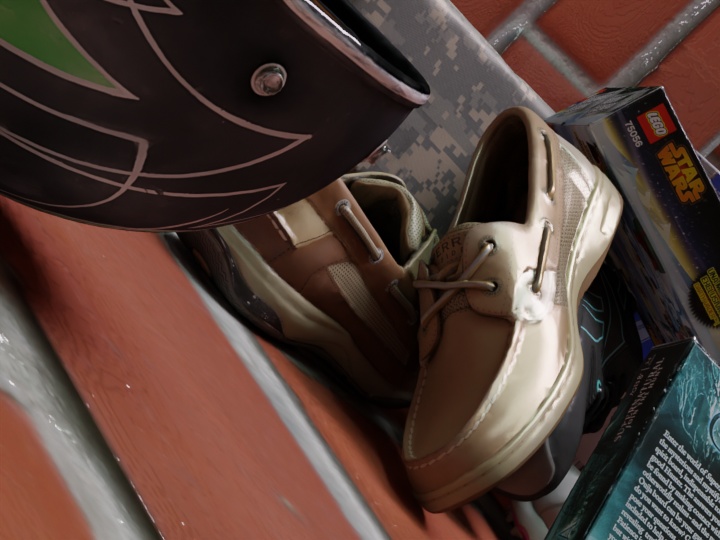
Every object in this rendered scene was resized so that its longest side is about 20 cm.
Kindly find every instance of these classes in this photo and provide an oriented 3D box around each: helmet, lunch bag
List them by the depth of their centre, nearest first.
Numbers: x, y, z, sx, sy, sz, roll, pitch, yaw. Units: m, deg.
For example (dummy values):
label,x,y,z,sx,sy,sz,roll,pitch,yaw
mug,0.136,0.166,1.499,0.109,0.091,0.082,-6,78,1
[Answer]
label,x,y,z,sx,sy,sz,roll,pitch,yaw
helmet,-0.071,-0.109,0.800,0.200,0.191,0.200,10,5,-1
lunch bag,-0.017,-0.084,1.330,0.164,0.118,0.200,44,-14,-30

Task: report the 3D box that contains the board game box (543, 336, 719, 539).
label,x,y,z,sx,sy,sz,roll,pitch,yaw
board game box,0.149,0.139,0.998,0.200,0.135,0.028,45,-33,-18

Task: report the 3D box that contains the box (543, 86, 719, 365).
label,x,y,z,sx,sy,sz,roll,pitch,yaw
box,0.150,0.014,1.220,0.200,0.040,0.137,62,-3,-6

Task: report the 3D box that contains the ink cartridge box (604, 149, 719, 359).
label,x,y,z,sx,sy,sz,roll,pitch,yaw
ink cartridge box,0.156,-0.009,1.392,0.044,0.094,0.200,44,7,-1

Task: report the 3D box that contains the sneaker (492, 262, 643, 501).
label,x,y,z,sx,sy,sz,roll,pitch,yaw
sneaker,0.089,0.038,1.175,0.079,0.075,0.200,40,28,-17

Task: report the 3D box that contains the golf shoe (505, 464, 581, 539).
label,x,y,z,sx,sy,sz,roll,pitch,yaw
golf shoe,0.129,0.123,1.116,0.075,0.092,0.200,41,6,-37

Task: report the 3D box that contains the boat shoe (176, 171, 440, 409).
label,x,y,z,sx,sy,sz,roll,pitch,yaw
boat shoe,0.000,0.000,1.120,0.076,0.074,0.200,49,6,24

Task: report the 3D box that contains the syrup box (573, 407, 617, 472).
label,x,y,z,sx,sy,sz,roll,pitch,yaw
syrup box,0.100,0.064,1.360,0.079,0.081,0.200,46,5,-14

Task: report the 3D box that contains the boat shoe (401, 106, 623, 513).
label,x,y,z,sx,sy,sz,roll,pitch,yaw
boat shoe,0.048,0.013,1.086,0.065,0.071,0.200,49,36,-22
